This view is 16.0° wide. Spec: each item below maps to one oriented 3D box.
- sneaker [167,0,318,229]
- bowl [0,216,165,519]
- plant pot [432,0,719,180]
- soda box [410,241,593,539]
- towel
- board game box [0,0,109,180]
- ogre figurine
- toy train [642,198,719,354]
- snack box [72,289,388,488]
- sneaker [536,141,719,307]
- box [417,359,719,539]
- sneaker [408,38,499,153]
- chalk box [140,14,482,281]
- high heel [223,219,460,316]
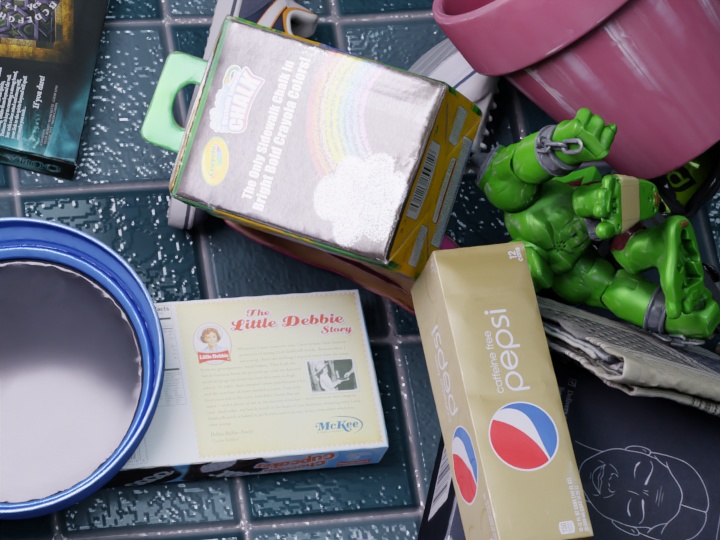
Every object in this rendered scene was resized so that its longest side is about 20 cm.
[{"bbox_3d":[-0.079,-0.113,1.772,0.079,0.079,0.201,15,62,-2],"label":"sneaker"},{"bbox_3d":[-0.224,0.065,1.649,0.199,0.039,0.202,-1,68,2],"label":"bowl"},{"bbox_3d":[0.178,-0.169,1.750,0.179,0.200,0.200,49,61,-17],"label":"plant pot"},{"bbox_3d":[0.087,0.086,1.617,0.064,0.068,0.201,-7,69,-16],"label":"soda box"},{"bbox_3d":[0.195,0.067,1.696,0.199,0.192,0.035,18,97,-29],"label":"towel"},{"bbox_3d":[-0.245,-0.171,1.779,0.134,0.028,0.201,13,65,-9],"label":"board game box"},{"bbox_3d":[0.151,-0.026,1.690,0.200,0.119,0.099,30,70,-44],"label":"ogre figurine"},{"bbox_3d":[0.237,0.021,1.784,0.034,0.046,0.200,-48,115,-18],"label":"toy train"},{"bbox_3d":[-0.088,0.077,1.708,0.199,0.037,0.117,-3,67,-17],"label":"snack box"},{"bbox_3d":[0.184,-0.043,1.812,0.199,0.083,0.071,-34,80,-23],"label":"sneaker"},{"bbox_3d":[0.148,0.157,1.700,0.199,0.107,0.149,18,63,-6],"label":"box"},{"bbox_3d":[0.064,-0.116,1.828,0.200,0.073,0.071,-43,108,-27],"label":"sneaker"},{"bbox_3d":[-0.041,-0.083,1.660,0.199,0.124,0.125,19,89,16],"label":"chalk box"},{"bbox_3d":[0.000,0.000,1.723,0.096,0.068,0.200,-26,48,-34],"label":"high heel"}]
